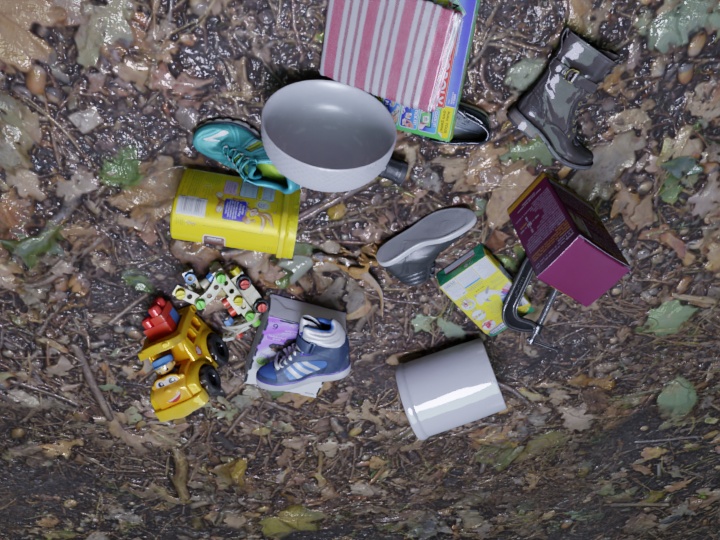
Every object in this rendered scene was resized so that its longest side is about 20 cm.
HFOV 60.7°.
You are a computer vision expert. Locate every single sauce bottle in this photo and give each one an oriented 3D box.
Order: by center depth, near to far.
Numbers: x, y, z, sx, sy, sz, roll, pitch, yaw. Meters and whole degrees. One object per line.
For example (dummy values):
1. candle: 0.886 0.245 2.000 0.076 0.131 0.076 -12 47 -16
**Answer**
1. sauce bottle: -0.016 -0.194 1.020 0.198 0.066 0.066 14 126 -17

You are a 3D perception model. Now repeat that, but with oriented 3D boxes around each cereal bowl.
1. cereal bowl: -0.049 -0.188 0.910 0.197 0.202 0.084 4 142 -8

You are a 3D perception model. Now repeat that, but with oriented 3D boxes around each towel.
1. towel: 0.037 -0.328 0.891 0.198 0.030 0.148 23 123 14

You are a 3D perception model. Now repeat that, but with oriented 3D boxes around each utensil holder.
1. utensil holder: 0.195 0.251 1.328 0.198 0.171 0.171 -22 127 9

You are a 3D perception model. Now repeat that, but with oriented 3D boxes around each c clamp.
1. c clamp: 0.363 0.057 1.238 0.169 0.027 0.202 12 105 -23

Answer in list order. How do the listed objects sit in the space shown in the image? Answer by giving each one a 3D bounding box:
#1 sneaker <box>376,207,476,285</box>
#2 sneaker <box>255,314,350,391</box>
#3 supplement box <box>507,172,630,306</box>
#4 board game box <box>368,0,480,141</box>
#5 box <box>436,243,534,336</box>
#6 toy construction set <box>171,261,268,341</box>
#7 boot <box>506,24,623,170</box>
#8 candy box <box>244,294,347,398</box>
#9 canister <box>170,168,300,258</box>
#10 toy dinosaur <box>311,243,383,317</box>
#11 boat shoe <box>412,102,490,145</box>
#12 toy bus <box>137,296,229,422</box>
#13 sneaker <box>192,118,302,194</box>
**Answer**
1. sneaker: 0.136 -0.042 1.156 0.198 0.071 0.099 -28 136 13
2. sneaker: -0.120 0.147 1.189 0.197 0.081 0.148 -8 119 5
3. supplement box: 0.357 -0.057 1.072 0.130 0.201 0.103 27 122 -23
4. board game box: 0.091 -0.306 0.911 0.133 0.029 0.202 17 121 16
5. box: 0.257 0.047 1.245 0.117 0.049 0.200 -35 121 20
6. toy construction set: -0.258 0.063 1.185 0.131 0.092 0.201 -36 135 -8
7. boot: 0.351 -0.270 0.987 0.198 0.070 0.174 27 122 -21
8. candy box: -0.138 0.162 1.286 0.166 0.072 0.201 14 125 -16
9. canister: -0.204 -0.098 1.028 0.197 0.149 0.087 9 127 -9
10. toy dinosaur: 0.000 0.000 1.190 0.199 0.061 0.106 33 140 -18
11. boat shoe: 0.120 -0.241 0.992 0.197 0.067 0.075 14 127 -15
12. toy bus: -0.362 0.157 1.191 0.134 0.201 0.193 -21 120 11
13. sneaker: -0.180 -0.183 0.994 0.198 0.080 0.078 22 123 -1
